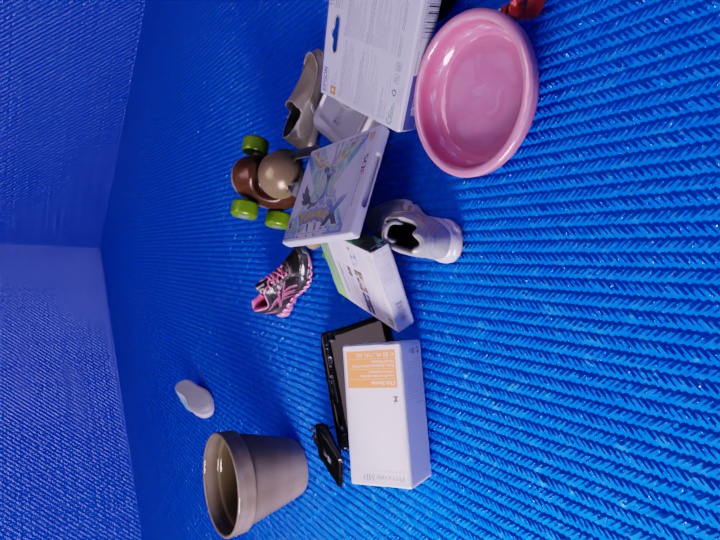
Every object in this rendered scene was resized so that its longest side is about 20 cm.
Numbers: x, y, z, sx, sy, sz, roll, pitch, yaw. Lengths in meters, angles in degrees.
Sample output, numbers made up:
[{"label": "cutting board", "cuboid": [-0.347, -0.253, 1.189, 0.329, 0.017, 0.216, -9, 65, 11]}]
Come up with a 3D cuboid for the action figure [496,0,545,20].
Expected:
[{"label": "action figure", "cuboid": [0.216, -0.359, 0.570, 0.200, 0.065, 0.099, -31, 82, 49]}]

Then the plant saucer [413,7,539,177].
[{"label": "plant saucer", "cuboid": [0.150, -0.223, 0.659, 0.200, 0.051, 0.202, 18, 113, 53]}]

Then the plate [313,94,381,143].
[{"label": "plate", "cuboid": [-0.007, -0.306, 0.891, 0.200, 0.032, 0.200, 51, 120, 40]}]

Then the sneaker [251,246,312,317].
[{"label": "sneaker", "cuboid": [-0.170, 0.027, 1.083, 0.200, 0.095, 0.079, -58, 44, 34]}]

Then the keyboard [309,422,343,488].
[{"label": "keyboard", "cuboid": [-0.049, 0.312, 0.905, 0.104, 0.040, 0.200, 50, 156, 26]}]

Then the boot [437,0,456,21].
[{"label": "boot", "cuboid": [0.083, -0.464, 0.758, 0.150, 0.073, 0.201, 21, 110, 55]}]

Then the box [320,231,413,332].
[{"label": "box", "cuboid": [0.000, 0.000, 0.827, 0.200, 0.036, 0.145, 28, 143, 54]}]

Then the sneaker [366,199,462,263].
[{"label": "sneaker", "cuboid": [0.057, -0.066, 0.768, 0.200, 0.092, 0.076, 25, 109, 52]}]

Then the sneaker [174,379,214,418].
[{"label": "sneaker", "cuboid": [-0.492, 0.404, 1.561, 0.200, 0.074, 0.082, 25, 139, 47]}]

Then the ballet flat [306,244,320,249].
[{"label": "ballet flat", "cuboid": [-0.063, -0.129, 0.960, 0.063, 0.068, 0.201, 27, 112, 44]}]

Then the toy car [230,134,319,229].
[{"label": "toy car", "cuboid": [-0.146, -0.182, 1.012, 0.199, 0.157, 0.165, -2, 78, 47]}]

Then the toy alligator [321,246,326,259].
[{"label": "toy alligator", "cuboid": [-0.034, -0.084, 0.927, 0.059, 0.054, 0.201, 41, 122, 46]}]

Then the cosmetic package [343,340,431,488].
[{"label": "cosmetic package", "cuboid": [0.038, 0.208, 0.766, 0.101, 0.071, 0.201, -9, 82, 30]}]

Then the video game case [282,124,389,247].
[{"label": "video game case", "cuboid": [-0.046, -0.131, 0.835, 0.200, 0.022, 0.183, -3, 67, 52]}]

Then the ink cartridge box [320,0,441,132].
[{"label": "ink cartridge box", "cuboid": [0.022, -0.336, 0.766, 0.200, 0.043, 0.197, 40, 134, 36]}]

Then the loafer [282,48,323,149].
[{"label": "loafer", "cuboid": [-0.111, -0.342, 1.028, 0.076, 0.068, 0.201, 27, 111, 51]}]

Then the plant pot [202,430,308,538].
[{"label": "plant pot", "cuboid": [-0.211, 0.423, 1.061, 0.200, 0.173, 0.201, -3, 87, 54]}]

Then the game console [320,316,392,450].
[{"label": "game console", "cuboid": [0.002, 0.202, 0.902, 0.176, 0.116, 0.201, 102, 158, -71]}]
